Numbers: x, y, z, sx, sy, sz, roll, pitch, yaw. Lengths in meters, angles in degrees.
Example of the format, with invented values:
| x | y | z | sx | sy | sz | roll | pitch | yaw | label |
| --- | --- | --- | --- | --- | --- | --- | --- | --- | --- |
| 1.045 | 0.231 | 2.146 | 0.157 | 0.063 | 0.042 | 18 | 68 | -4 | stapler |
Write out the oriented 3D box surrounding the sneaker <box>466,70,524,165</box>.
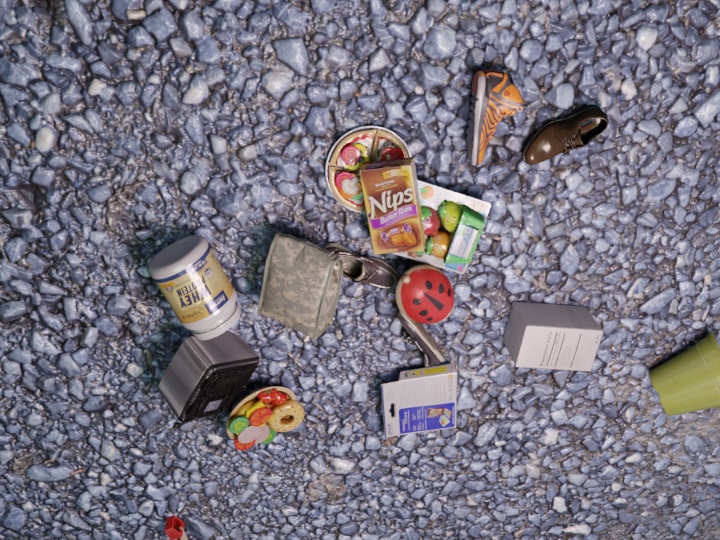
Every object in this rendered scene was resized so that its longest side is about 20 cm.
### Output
| x | y | z | sx | sy | sz | roll | pitch | yaw | label |
| --- | --- | --- | --- | --- | --- | --- | --- | --- | --- |
| 0.291 | -0.322 | 1.498 | 0.110 | 0.078 | 0.203 | 1 | 116 | -6 | sneaker |

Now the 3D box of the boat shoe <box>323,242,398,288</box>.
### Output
| x | y | z | sx | sy | sz | roll | pitch | yaw | label |
| --- | --- | --- | --- | --- | --- | --- | --- | --- | --- |
| 0.000 | 0.000 | 1.632 | 0.198 | 0.065 | 0.072 | 26 | 111 | -18 | boat shoe |

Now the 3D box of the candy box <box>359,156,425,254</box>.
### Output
| x | y | z | sx | sy | sz | roll | pitch | yaw | label |
| --- | --- | --- | --- | --- | --- | --- | --- | --- | --- |
| 0.072 | -0.139 | 1.526 | 0.115 | 0.057 | 0.203 | -4 | 116 | 15 | candy box |

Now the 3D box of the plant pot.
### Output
| x | y | z | sx | sy | sz | roll | pitch | yaw | label |
| --- | --- | --- | --- | --- | --- | --- | --- | --- | --- |
| 0.865 | 0.288 | 1.821 | 0.188 | 0.201 | 0.201 | -27 | 117 | 22 | plant pot |

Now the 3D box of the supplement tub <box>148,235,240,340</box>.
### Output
| x | y | z | sx | sy | sz | roll | pitch | yaw | label |
| --- | --- | --- | --- | --- | --- | --- | --- | --- | --- |
| -0.366 | 0.040 | 1.567 | 0.142 | 0.145 | 0.202 | -23 | 117 | 6 | supplement tub |

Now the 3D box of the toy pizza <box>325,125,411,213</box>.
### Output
| x | y | z | sx | sy | sz | roll | pitch | yaw | label |
| --- | --- | --- | --- | --- | --- | --- | --- | --- | --- |
| 0.020 | -0.217 | 1.545 | 0.196 | 0.032 | 0.203 | -3 | 117 | -5 | toy pizza |

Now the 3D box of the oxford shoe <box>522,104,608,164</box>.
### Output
| x | y | z | sx | sy | sz | roll | pitch | yaw | label |
| --- | --- | --- | --- | --- | --- | --- | --- | --- | --- |
| 0.447 | -0.291 | 1.528 | 0.198 | 0.085 | 0.073 | -32 | 118 | 11 | oxford shoe |

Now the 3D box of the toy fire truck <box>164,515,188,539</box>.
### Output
| x | y | z | sx | sy | sz | roll | pitch | yaw | label |
| --- | --- | --- | --- | --- | --- | --- | --- | --- | --- |
| -0.528 | 0.797 | 1.980 | 0.139 | 0.049 | 0.202 | -26 | 116 | 6 | toy fire truck |

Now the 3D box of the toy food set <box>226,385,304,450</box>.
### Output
| x | y | z | sx | sy | sz | roll | pitch | yaw | label |
| --- | --- | --- | --- | --- | --- | --- | --- | --- | --- |
| -0.246 | 0.372 | 1.761 | 0.196 | 0.049 | 0.201 | -33 | 140 | -7 | toy food set |

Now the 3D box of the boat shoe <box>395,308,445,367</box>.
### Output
| x | y | z | sx | sy | sz | roll | pitch | yaw | label |
| --- | --- | --- | --- | --- | --- | --- | --- | --- | --- |
| 0.136 | 0.171 | 1.729 | 0.062 | 0.073 | 0.200 | -33 | 121 | 14 | boat shoe |

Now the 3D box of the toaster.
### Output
| x | y | z | sx | sy | sz | roll | pitch | yaw | label |
| --- | --- | --- | --- | --- | --- | --- | --- | --- | --- |
| -0.364 | 0.255 | 1.653 | 0.199 | 0.118 | 0.182 | -2 | 129 | -57 | toaster |

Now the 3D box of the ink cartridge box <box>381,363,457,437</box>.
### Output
| x | y | z | sx | sy | sz | roll | pitch | yaw | label |
| --- | --- | --- | --- | --- | --- | --- | --- | --- | --- |
| 0.152 | 0.341 | 1.822 | 0.196 | 0.047 | 0.200 | -6 | 125 | -2 | ink cartridge box |

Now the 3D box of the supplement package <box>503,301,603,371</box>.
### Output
| x | y | z | sx | sy | sz | roll | pitch | yaw | label |
| --- | --- | --- | --- | --- | --- | --- | --- | --- | --- |
| 0.472 | 0.163 | 1.734 | 0.196 | 0.122 | 0.122 | 5 | 117 | -8 | supplement package |

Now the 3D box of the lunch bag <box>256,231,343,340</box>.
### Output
| x | y | z | sx | sy | sz | roll | pitch | yaw | label |
| --- | --- | --- | --- | --- | --- | --- | --- | --- | --- |
| -0.130 | 0.023 | 1.575 | 0.162 | 0.117 | 0.203 | 22 | 117 | 15 | lunch bag |

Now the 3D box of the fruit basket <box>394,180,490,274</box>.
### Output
| x | y | z | sx | sy | sz | roll | pitch | yaw | label |
| --- | --- | --- | --- | --- | --- | --- | --- | --- | --- |
| 0.175 | -0.095 | 1.591 | 0.197 | 0.094 | 0.188 | 15 | 114 | -10 | fruit basket |

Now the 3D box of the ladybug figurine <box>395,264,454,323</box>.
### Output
| x | y | z | sx | sy | sz | roll | pitch | yaw | label |
| --- | --- | --- | --- | --- | --- | --- | --- | --- | --- |
| 0.158 | 0.063 | 1.641 | 0.199 | 0.072 | 0.137 | 31 | 95 | -46 | ladybug figurine |
